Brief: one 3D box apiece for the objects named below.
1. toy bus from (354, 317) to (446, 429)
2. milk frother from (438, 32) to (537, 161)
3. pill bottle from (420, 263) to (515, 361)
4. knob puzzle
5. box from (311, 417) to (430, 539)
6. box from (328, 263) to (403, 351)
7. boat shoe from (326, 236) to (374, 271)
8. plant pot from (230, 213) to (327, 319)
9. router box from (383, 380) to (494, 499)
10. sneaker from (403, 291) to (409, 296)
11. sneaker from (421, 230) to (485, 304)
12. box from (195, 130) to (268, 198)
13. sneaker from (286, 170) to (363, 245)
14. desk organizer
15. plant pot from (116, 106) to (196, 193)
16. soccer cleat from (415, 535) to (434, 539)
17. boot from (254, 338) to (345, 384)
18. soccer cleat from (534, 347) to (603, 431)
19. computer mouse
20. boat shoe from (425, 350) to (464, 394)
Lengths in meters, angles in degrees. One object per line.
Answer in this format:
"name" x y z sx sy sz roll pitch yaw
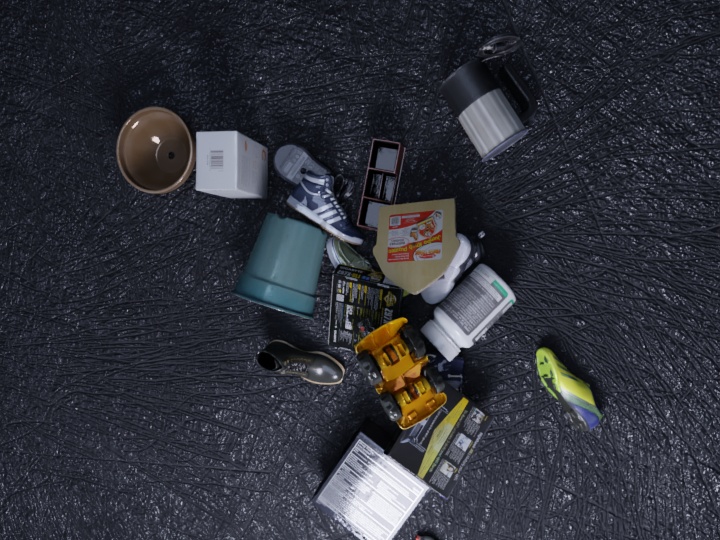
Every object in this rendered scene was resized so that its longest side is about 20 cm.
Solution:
"toy bus" 0.071 0.212 1.240 0.134 0.192 0.202 -29 89 -12
"milk frother" 0.285 -0.365 1.226 0.179 0.200 0.190 -33 86 6
"pill bottle" 0.232 0.093 1.277 0.200 0.113 0.113 -44 84 -1
"knob puzzle" 0.120 -0.046 1.253 0.216 0.030 0.223 -8 71 23
"box" 0.031 0.485 1.333 0.199 0.123 0.200 36 98 5
"box" 0.011 0.096 1.321 0.157 0.050 0.203 11 122 9
"boat shoe" 0.000 0.000 1.343 0.062 0.072 0.201 -32 100 34
"plant pot" -0.172 -0.013 1.332 0.197 0.200 0.199 16 87 9
"router box" 0.167 0.352 1.253 0.156 0.052 0.201 36 76 -1
"sneaker" 0.121 -0.028 1.320 0.077 0.090 0.202 31 98 7
"sneaker" 0.213 -0.008 1.310 0.076 0.113 0.201 48 135 24
"box" -0.287 -0.235 1.334 0.096 0.200 0.127 1 91 10
"sneaker" -0.060 -0.147 1.332 0.198 0.070 0.109 32 98 -2
"desk organizer" 0.047 -0.191 1.335 0.071 0.077 0.204 11 94 10
"plant pot" -0.479 -0.284 1.423 0.197 0.093 0.205 0 91 11
"soccer cleat" 0.120 0.710 1.353 0.077 0.069 0.202 32 94 5
"boot" -0.141 0.225 1.351 0.197 0.138 0.079 15 94 9
"soccer cleat" 0.457 0.253 1.289 0.083 0.065 0.202 -28 81 -20
"computer mouse" -0.121 -0.217 1.383 0.200 0.053 0.139 42 96 -6
"boat shoe" 0.144 0.224 1.338 0.197 0.075 0.094 11 87 2
